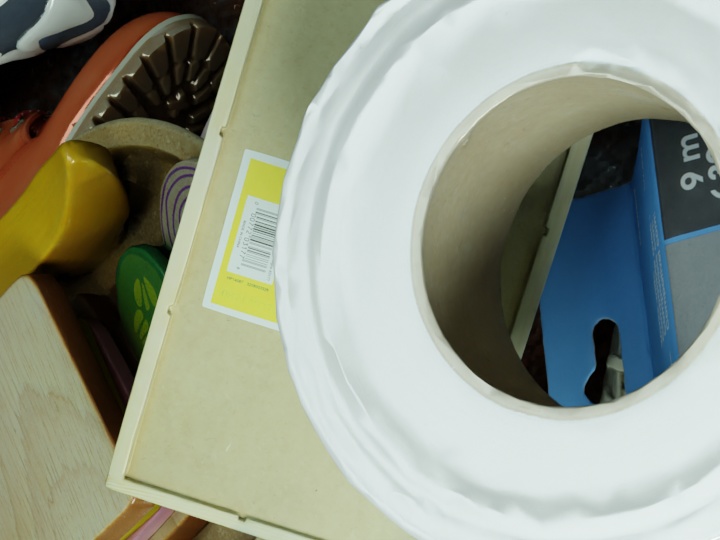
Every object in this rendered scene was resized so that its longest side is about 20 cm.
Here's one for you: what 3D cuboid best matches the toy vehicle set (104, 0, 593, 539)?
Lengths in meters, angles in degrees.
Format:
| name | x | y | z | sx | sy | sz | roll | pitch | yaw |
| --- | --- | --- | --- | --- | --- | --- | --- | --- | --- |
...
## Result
| name | x | y | z | sx | sy | sz | roll | pitch | yaw |
| --- | --- | --- | --- | --- | --- | --- | --- | --- | --- |
| toy vehicle set | 0.000 | -0.003 | 0.987 | 0.123 | 0.027 | 0.201 | 18 | 103 | 2 |

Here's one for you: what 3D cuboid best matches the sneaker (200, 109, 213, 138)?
| name | x | y | z | sx | sy | sz | roll | pitch | yaw |
| --- | --- | --- | --- | --- | --- | --- | --- | --- | --- |
| sneaker | 0.000 | 0.000 | 1.078 | 0.200 | 0.075 | 0.105 | 42 | 118 | 36 |

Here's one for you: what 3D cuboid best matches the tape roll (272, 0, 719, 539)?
| name | x | y | z | sx | sy | sz | roll | pitch | yaw |
| --- | --- | --- | --- | --- | --- | --- | --- | --- | --- |
| tape roll | 0.075 | -0.005 | 0.886 | 0.201 | 0.071 | 0.204 | -5 | 79 | 25 |

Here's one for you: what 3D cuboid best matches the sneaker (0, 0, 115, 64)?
| name | x | y | z | sx | sy | sz | roll | pitch | yaw |
| --- | --- | --- | --- | --- | --- | --- | --- | --- | --- |
| sneaker | -0.202 | -0.094 | 1.157 | 0.198 | 0.129 | 0.080 | -10 | 89 | 47 |

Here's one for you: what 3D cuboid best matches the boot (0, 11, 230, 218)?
| name | x | y | z | sx | sy | sz | roll | pitch | yaw |
| --- | --- | --- | --- | --- | --- | --- | --- | --- | --- |
| boot | -0.131 | -0.043 | 1.188 | 0.200 | 0.075 | 0.107 | -53 | 55 | 25 |

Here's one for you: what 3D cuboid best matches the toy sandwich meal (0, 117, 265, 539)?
| name | x | y | z | sx | sy | sz | roll | pitch | yaw |
| --- | --- | --- | --- | --- | --- | --- | --- | --- | --- |
| toy sandwich meal | -0.097 | 0.042 | 1.071 | 0.204 | 0.070 | 0.207 | 6 | 99 | 45 |

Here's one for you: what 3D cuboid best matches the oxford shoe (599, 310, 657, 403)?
| name | x | y | z | sx | sy | sz | roll | pitch | yaw |
| --- | --- | --- | --- | --- | --- | --- | --- | --- | --- |
| oxford shoe | 0.108 | 0.056 | 1.005 | 0.075 | 0.058 | 0.202 | 17 | 97 | 39 |

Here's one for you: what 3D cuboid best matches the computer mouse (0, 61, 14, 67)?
| name | x | y | z | sx | sy | sz | roll | pitch | yaw |
| --- | --- | --- | --- | --- | --- | --- | --- | --- | --- |
| computer mouse | -0.133 | -0.146 | 1.208 | 0.199 | 0.052 | 0.139 | -24 | 79 | 46 |

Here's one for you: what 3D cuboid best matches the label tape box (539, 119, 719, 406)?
| name | x | y | z | sx | sy | sz | roll | pitch | yaw |
| --- | --- | --- | --- | --- | --- | --- | --- | --- | --- |
| label tape box | 0.140 | 0.014 | 0.935 | 0.199 | 0.063 | 0.145 | -14 | 67 | 23 |
